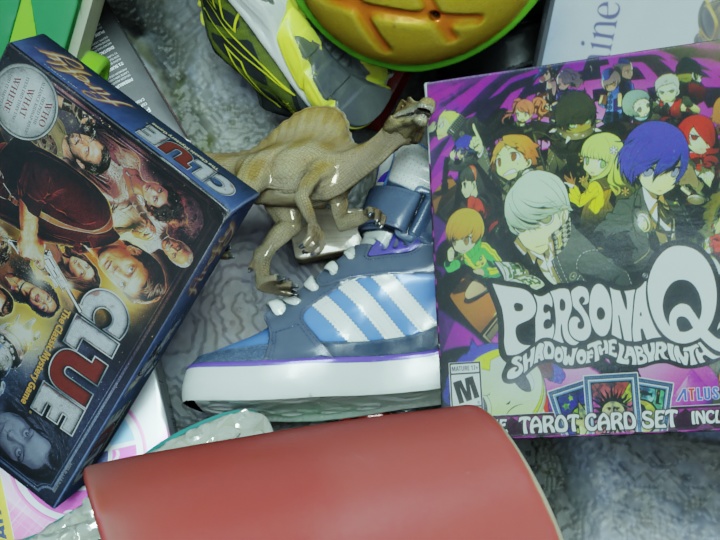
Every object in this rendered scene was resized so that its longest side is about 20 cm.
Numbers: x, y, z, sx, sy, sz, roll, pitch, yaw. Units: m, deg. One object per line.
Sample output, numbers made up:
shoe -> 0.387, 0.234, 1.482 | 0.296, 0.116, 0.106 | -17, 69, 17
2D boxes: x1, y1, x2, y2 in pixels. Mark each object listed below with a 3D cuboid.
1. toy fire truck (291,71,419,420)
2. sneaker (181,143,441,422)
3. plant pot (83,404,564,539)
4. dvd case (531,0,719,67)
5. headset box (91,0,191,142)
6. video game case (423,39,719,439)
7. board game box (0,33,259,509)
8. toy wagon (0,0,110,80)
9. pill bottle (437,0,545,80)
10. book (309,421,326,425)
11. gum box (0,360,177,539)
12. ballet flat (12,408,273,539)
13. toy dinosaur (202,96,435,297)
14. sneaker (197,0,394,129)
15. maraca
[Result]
toy fire truck -> 0.010, -0.018, 0.848 | 0.141, 0.049, 0.200 | 32, 83, 3
sneaker -> 0.000, 0.000, 0.787 | 0.200, 0.081, 0.147 | -6, 75, 1
plant pot -> -0.007, 0.153, 0.637 | 0.177, 0.200, 0.201 | -18, 83, -13
dvd case -> 0.174, -0.068, 0.705 | 0.200, 0.018, 0.143 | 13, 95, 24
headset box -> -0.196, -0.095, 0.838 | 0.149, 0.077, 0.200 | -30, 83, -6
video game case -> 0.131, -0.013, 0.691 | 0.200, 0.036, 0.182 | -5, 83, 24
board game box -> -0.155, 0.004, 0.725 | 0.135, 0.035, 0.200 | 36, 115, 7
toy wagon -> -0.191, -0.174, 0.746 | 0.155, 0.040, 0.200 | 23, 116, 1
pill bottle -> 0.058, -0.200, 0.842 | 0.112, 0.112, 0.200 | -18, 84, -4
book -> 0.043, 0.165, 0.789 | 0.200, 0.134, 0.048 | 25, 116, 1
gum box -> -0.159, 0.107, 0.816 | 0.113, 0.066, 0.200 | -13, 83, -4
ballet flat -> -0.122, 0.147, 0.741 | 0.200, 0.072, 0.072 | -31, 84, -2
toy dinosaur -> -0.046, -0.043, 0.751 | 0.200, 0.058, 0.101 | -2, 59, 30
sneaker -> -0.065, -0.154, 0.778 | 0.074, 0.085, 0.200 | -46, 116, -32
maraca -> 0.043, -0.186, 0.705 | 0.137, 0.107, 0.200 | 36, 118, -7
